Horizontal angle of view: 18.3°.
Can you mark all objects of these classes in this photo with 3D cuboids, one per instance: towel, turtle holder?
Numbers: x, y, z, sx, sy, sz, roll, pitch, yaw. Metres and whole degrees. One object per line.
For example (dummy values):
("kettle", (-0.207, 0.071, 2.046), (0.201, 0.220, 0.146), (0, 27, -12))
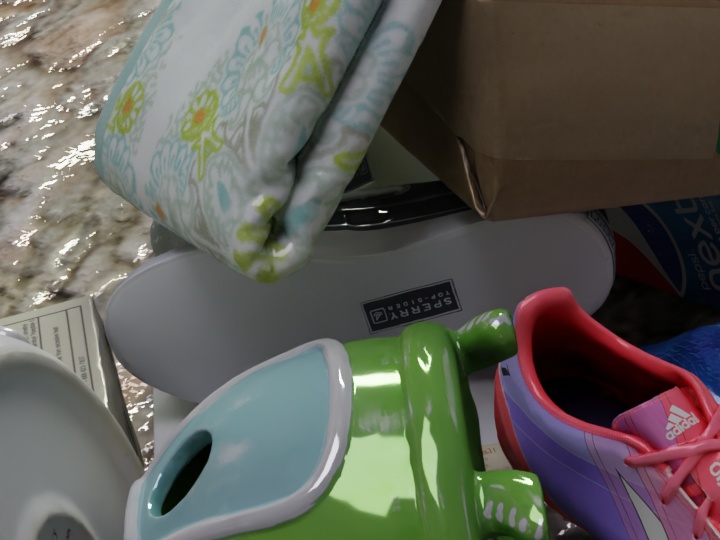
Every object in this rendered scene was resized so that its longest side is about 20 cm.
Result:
("towel", (-0.026, -0.104, 0.844), (0.200, 0.048, 0.171), (-63, 24, 1))
("turtle holder", (-0.006, 0.078, 0.720), (0.131, 0.141, 0.186), (-10, 55, 4))

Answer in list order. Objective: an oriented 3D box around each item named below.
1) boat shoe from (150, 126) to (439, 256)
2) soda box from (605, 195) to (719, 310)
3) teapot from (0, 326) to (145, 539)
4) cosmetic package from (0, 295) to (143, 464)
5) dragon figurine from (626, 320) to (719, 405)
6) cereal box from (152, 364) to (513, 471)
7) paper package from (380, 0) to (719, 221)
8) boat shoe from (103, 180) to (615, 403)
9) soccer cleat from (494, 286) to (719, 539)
("boat shoe", (-0.021, -0.039, 1.000), (0.071, 0.070, 0.201), (-11, 7, 34))
("soda box", (0.135, -0.036, 0.967), (0.068, 0.064, 0.200), (-33, 35, -31))
("teapot", (-0.154, 0.117, 0.720), (0.146, 0.198, 0.200), (-16, 17, 19))
("cosmetic package", (-0.184, 0.092, 0.860), (0.199, 0.087, 0.103), (-14, 32, -3))
("dragon figurine", (0.134, 0.057, 0.817), (0.099, 0.059, 0.200), (-28, 29, -19))
("cereal box", (-0.010, 0.062, 0.887), (0.143, 0.040, 0.200), (-13, 31, 0))
("paper package", (0.109, -0.101, 0.886), (0.199, 0.104, 0.191), (-7, 22, -15))
("boat shoe", (0.000, 0.000, 0.876), (0.199, 0.072, 0.068), (-13, 22, 9))
("soccer cleat", (0.118, 0.081, 0.737), (0.067, 0.077, 0.200), (-34, 51, -23))
